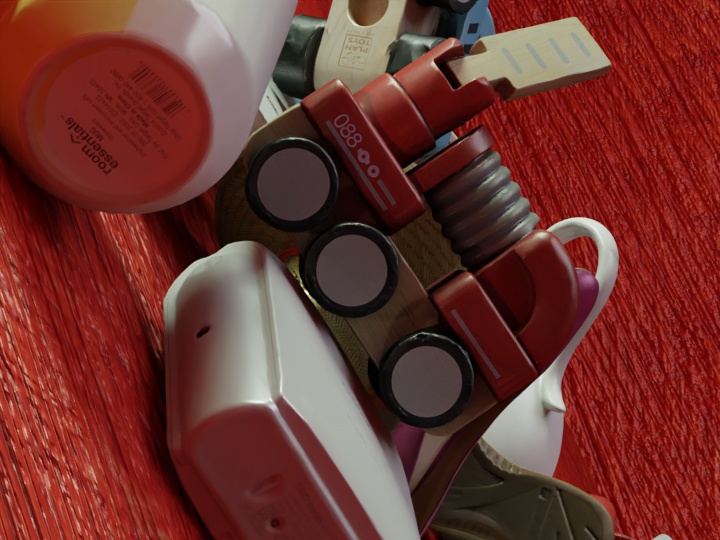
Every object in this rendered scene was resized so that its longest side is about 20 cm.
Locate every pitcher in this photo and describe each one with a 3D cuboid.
[{"bbox_3d":[0.099,0.066,1.578,0.121,0.171,0.201,22,65,-43],"label":"pitcher"}]

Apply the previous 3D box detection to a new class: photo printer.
[{"bbox_3d":[-0.030,0.085,1.090,0.167,0.069,0.200,60,7,-23],"label":"photo printer"}]

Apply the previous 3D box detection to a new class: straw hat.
[{"bbox_3d":[-0.019,0.034,1.265,0.085,0.201,0.201,-53,125,-37],"label":"straw hat"}]

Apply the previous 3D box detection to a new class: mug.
[{"bbox_3d":[-0.120,-0.103,1.023,0.153,0.186,0.150,-91,-173,-57],"label":"mug"}]

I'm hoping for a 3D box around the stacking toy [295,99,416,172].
[{"bbox_3d":[-0.045,-0.097,1.485,0.200,0.085,0.085,28,-25,52],"label":"stacking toy"}]

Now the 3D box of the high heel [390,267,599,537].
[{"bbox_3d":[0.057,0.084,1.212,0.067,0.200,0.096,50,7,-48],"label":"high heel"}]

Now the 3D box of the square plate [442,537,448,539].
[{"bbox_3d":[0.087,0.201,1.729,0.201,0.028,0.198,64,7,13],"label":"square plate"}]

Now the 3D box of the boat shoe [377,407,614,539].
[{"bbox_3d":[0.058,0.131,1.416,0.199,0.072,0.065,28,-18,-10],"label":"boat shoe"}]

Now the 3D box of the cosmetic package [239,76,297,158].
[{"bbox_3d":[-0.097,-0.108,1.303,0.113,0.081,0.200,61,7,-3],"label":"cosmetic package"}]

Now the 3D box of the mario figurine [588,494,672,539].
[{"bbox_3d":[0.158,0.244,1.551,0.106,0.123,0.201,75,17,-53],"label":"mario figurine"}]

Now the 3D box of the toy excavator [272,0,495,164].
[{"bbox_3d":[0.035,-0.093,1.358,0.200,0.100,0.195,28,76,-60],"label":"toy excavator"}]

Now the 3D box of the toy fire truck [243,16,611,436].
[{"bbox_3d":[0.060,-0.039,1.165,0.176,0.200,0.129,56,-1,-3],"label":"toy fire truck"}]
